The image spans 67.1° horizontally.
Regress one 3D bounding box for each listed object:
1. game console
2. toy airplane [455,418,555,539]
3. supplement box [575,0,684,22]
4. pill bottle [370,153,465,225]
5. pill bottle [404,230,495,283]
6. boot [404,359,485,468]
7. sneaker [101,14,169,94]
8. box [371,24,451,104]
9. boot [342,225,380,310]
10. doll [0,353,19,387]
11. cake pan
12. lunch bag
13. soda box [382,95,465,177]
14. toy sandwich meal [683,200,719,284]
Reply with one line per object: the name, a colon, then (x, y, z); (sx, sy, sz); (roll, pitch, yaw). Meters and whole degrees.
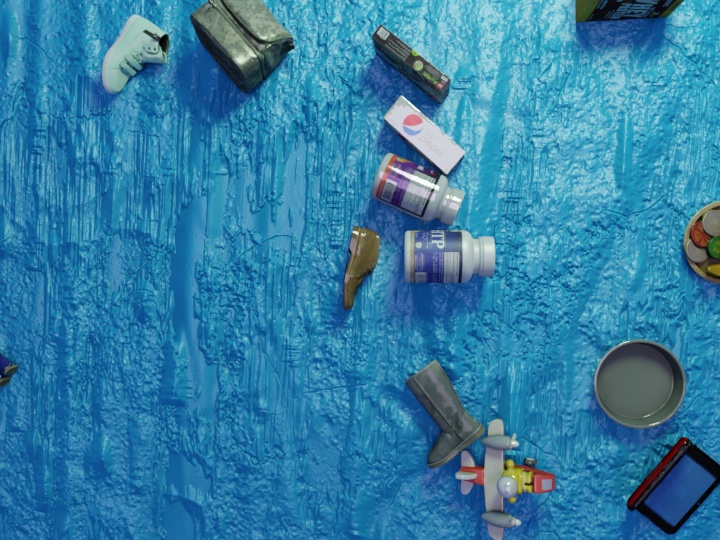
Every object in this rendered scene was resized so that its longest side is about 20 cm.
game console: (0.702, 0.482, 1.198); (0.119, 0.172, 0.201); (40, 96, 30)
toy airplane: (0.312, 0.471, 1.225); (0.199, 0.141, 0.200); (-43, 80, 2)
supplement box: (0.579, -0.658, 1.156); (0.198, 0.133, 0.200); (0, 92, 7)
pill bottle: (0.132, -0.179, 1.237); (0.198, 0.111, 0.112); (24, 95, 5)
pill bottle: (0.199, -0.031, 1.231); (0.198, 0.120, 0.121); (0, 92, 6)
boot: (0.170, 0.337, 1.274); (0.182, 0.073, 0.200); (-43, 86, 12)
sneaker: (-0.541, -0.509, 1.318); (0.117, 0.074, 0.202); (27, 93, 11)
box: (0.117, -0.463, 1.229); (0.200, 0.110, 0.035); (40, 96, 4)
boot: (0.000, 0.000, 1.284); (0.075, 0.074, 0.202); (11, 91, -4)
doll: (-0.998, 0.221, 1.415); (0.199, 0.048, 0.137); (38, 95, 3)
cake pan: (0.628, 0.255, 1.234); (0.198, 0.037, 0.203); (0, 92, 6)
lunch bag: (-0.271, -0.551, 1.263); (0.168, 0.139, 0.200); (-41, 88, -10)
soda box: (0.147, -0.308, 1.255); (0.200, 0.064, 0.068); (42, 96, 4)
toy sandwich meal: (0.817, -0.061, 1.183); (0.203, 0.070, 0.208); (0, 92, 7)
